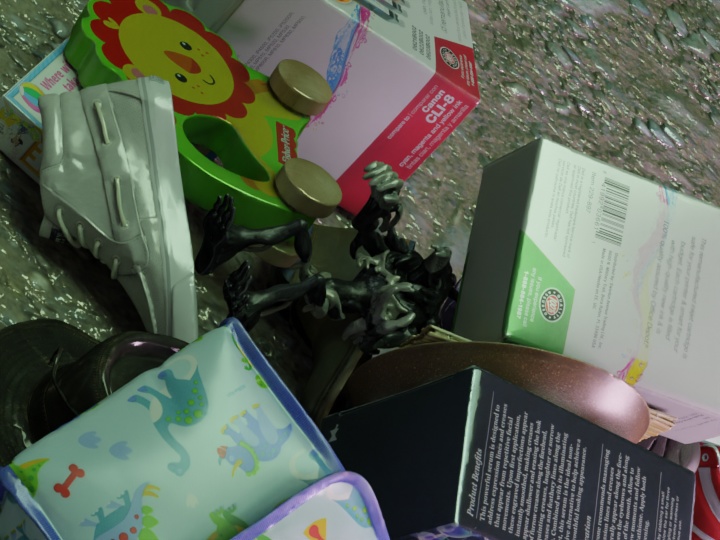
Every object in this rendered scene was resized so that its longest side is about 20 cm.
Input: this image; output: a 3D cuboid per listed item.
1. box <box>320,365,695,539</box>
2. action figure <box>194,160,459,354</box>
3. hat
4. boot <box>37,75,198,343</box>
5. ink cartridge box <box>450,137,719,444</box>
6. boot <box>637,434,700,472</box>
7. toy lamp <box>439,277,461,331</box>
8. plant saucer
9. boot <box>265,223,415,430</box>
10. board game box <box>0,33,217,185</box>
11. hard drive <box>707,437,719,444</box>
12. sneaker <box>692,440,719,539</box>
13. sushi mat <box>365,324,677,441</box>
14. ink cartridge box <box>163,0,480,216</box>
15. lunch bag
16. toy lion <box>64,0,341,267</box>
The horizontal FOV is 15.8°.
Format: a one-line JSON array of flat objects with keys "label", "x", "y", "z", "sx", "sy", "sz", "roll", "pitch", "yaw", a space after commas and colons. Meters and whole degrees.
[{"label": "box", "x": 0.090, "y": 0.157, "z": 1.643, "sx": 0.200, "sy": 0.148, "sz": 0.107, "roll": 26, "pitch": 60, "yaw": -32}, {"label": "action figure", "x": 0.000, "y": 0.000, "z": 1.695, "sx": 0.200, "sy": 0.102, "sz": 0.119, "roll": 2, "pitch": 58, "yaw": -31}, {"label": "hat", "x": -0.133, "y": 0.082, "z": 1.541, "sx": 0.201, "sy": 0.081, "sz": 0.201, "roll": 33, "pitch": 29, "yaw": -21}, {"label": "boot", "x": -0.158, "y": -0.022, "z": 1.665, "sx": 0.074, "sy": 0.095, "sz": 0.200, "roll": 106, "pitch": -24, "yaw": -79}, {"label": "ink cartridge box", "x": 0.172, "y": 0.016, "z": 1.736, "sx": 0.200, "sy": 0.087, "sz": 0.145, "roll": 19, "pitch": 70, "yaw": -22}, {"label": "boot", "x": 0.150, "y": 0.073, "z": 1.849, "sx": 0.073, "sy": 0.151, "sz": 0.200, "roll": -35, "pitch": 93, "yaw": -23}, {"label": "toy lamp", "x": 0.083, "y": 0.069, "z": 1.887, "sx": 0.058, "sy": 0.058, "sz": 0.200, "roll": 36, "pitch": 31, "yaw": -18}, {"label": "plant saucer", "x": 0.089, "y": 0.104, "z": 1.698, "sx": 0.200, "sy": 0.200, "sz": 0.037, "roll": 26, "pitch": 60, "yaw": -33}, {"label": "boot", "x": -0.033, "y": 0.037, "z": 1.784, "sx": 0.097, "sy": 0.075, "sz": 0.200, "roll": 19, "pitch": 40, "yaw": 5}, {"label": "board game box", "x": -0.169, "y": -0.099, "z": 1.788, "sx": 0.134, "sy": 0.034, "sz": 0.200, "roll": 43, "pitch": 27, "yaw": -5}, {"label": "hard drive", "x": 0.214, "y": 0.075, "z": 2.092, "sx": 0.200, "sy": 0.025, "sz": 0.132, "roll": 29, "pitch": 32, "yaw": -29}, {"label": "sneaker", "x": 0.224, "y": 0.131, "z": 1.934, "sx": 0.071, "sy": 0.112, "sz": 0.200, "roll": 2, "pitch": 50, "yaw": -54}, {"label": "sushi mat", "x": 0.103, "y": 0.083, "z": 1.706, "sx": 0.200, "sy": 0.096, "sz": 0.012, "roll": 21, "pitch": 62, "yaw": -25}, {"label": "ink cartridge box", "x": -0.034, "y": -0.170, "z": 1.954, "sx": 0.200, "sy": 0.145, "sz": 0.145, "roll": 31, "pitch": 31, "yaw": -24}, {"label": "lunch bag", "x": -0.086, "y": 0.156, "z": 1.403, "sx": 0.170, "sy": 0.127, "sz": 0.200, "roll": -32, "pitch": 83, "yaw": -27}, {"label": "toy lion", "x": -0.113, "y": -0.112, "z": 1.786, "sx": 0.192, "sy": 0.069, "sz": 0.200, "roll": 24, "pitch": 31, "yaw": -22}]
